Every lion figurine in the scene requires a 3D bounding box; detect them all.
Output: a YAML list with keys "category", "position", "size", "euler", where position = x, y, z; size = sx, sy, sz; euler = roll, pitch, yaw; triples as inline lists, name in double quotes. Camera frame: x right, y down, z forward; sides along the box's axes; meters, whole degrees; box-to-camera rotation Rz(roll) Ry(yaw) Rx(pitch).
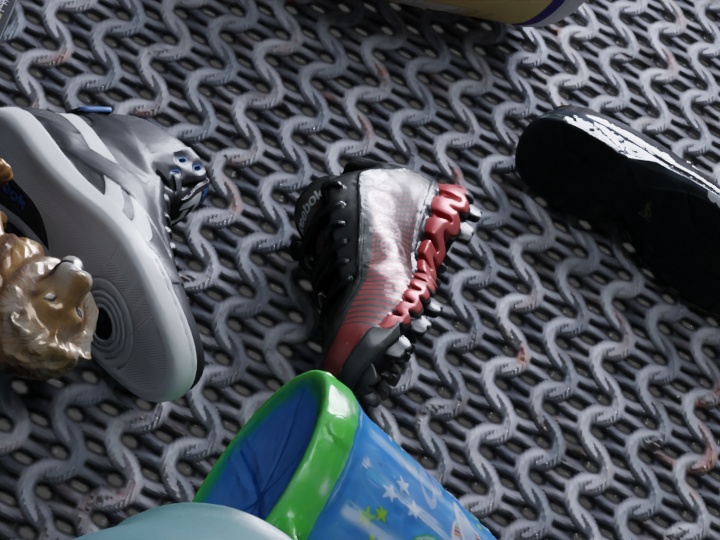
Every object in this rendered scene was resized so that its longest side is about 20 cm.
- category: "lion figurine"
  position: [-0.228, -0.008, 1.494]
  size: [0.199, 0.073, 0.123]
  euler: [9, 45, -12]

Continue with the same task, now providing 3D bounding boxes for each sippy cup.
- category: "sippy cup"
  position: [-0.006, 0.139, 1.436]
  size: [0.130, 0.140, 0.178]
  euler: [35, 46, -15]

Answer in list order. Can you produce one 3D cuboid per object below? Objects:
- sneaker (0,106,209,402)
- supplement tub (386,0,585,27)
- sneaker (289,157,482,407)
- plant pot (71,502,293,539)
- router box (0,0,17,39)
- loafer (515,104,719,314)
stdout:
- category: "sneaker"
  position: [-0.111, -0.019, 1.580]
  size: [0.112, 0.073, 0.200]
  euler: [-10, 51, -41]
- category: "supplement tub"
  position: [0.048, -0.239, 1.900]
  size: [0.199, 0.146, 0.146]
  euler: [7, 43, -31]
- category: "sneaker"
  position: [0.000, 0.000, 1.645]
  size: [0.098, 0.071, 0.201]
  euler: [30, 33, -4]
- category: "plant pot"
  position: [-0.088, 0.193, 1.262]
  size: [0.200, 0.200, 0.188]
  euler: [32, 20, 0]
- category: "router box"
  position: [-0.266, -0.137, 1.565]
  size: [0.157, 0.052, 0.200]
  euler: [23, 18, -7]
- category: "loafer"
  position: [0.193, -0.042, 1.843]
  size: [0.200, 0.073, 0.072]
  euler: [37, 31, 4]
